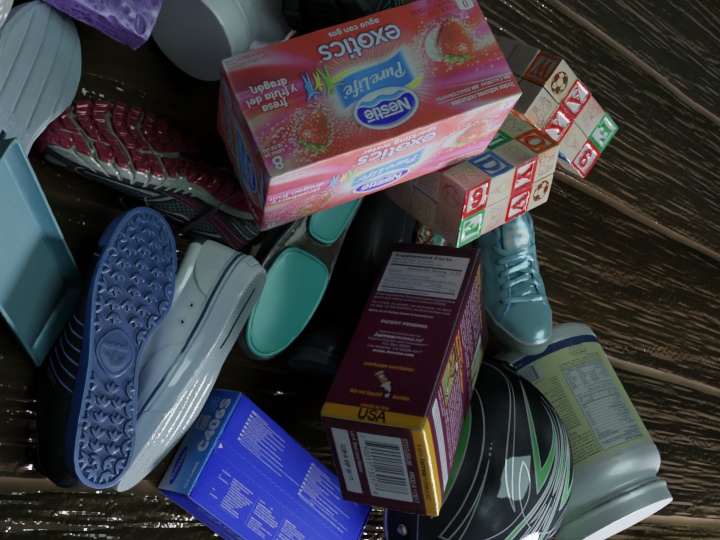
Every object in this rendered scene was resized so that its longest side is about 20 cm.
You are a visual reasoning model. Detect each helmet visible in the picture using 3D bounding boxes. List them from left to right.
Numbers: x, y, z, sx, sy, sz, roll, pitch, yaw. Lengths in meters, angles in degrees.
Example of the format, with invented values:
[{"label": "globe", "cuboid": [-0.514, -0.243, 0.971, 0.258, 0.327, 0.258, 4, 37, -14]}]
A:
[{"label": "helmet", "cuboid": [0.101, 0.189, 0.951, 0.197, 0.191, 0.202, -12, 126, -17]}]

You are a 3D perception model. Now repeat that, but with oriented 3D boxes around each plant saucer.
[{"label": "plant saucer", "cuboid": [-0.219, -0.006, 0.658, 0.201, 0.019, 0.071, 97, 17, -64]}]

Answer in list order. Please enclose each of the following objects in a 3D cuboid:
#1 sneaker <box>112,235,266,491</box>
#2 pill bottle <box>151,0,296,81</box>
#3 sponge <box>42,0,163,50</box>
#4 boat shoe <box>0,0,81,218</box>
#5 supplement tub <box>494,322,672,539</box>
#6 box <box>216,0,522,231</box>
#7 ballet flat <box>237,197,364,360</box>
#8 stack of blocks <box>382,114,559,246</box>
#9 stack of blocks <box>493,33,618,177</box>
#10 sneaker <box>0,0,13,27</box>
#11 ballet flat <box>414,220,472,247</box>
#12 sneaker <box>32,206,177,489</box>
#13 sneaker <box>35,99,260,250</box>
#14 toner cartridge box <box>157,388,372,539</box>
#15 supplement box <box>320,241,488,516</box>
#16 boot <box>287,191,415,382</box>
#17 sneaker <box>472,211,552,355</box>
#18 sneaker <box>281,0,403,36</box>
[{"label": "sneaker", "cuboid": [-0.148, 0.068, 0.784, 0.202, 0.070, 0.073, -59, 167, -6]}, {"label": "pill bottle", "cuboid": [-0.079, -0.244, 0.826, 0.201, 0.111, 0.113, -52, 125, -33]}, {"label": "sponge", "cuboid": [-0.218, -0.245, 0.694, 0.198, 0.030, 0.113, 25, 69, -26]}, {"label": "boat shoe", "cuboid": [-0.245, -0.106, 0.677, 0.072, 0.061, 0.202, 58, 33, -41]}, {"label": "supplement tub", "cuboid": [0.220, 0.173, 1.068, 0.144, 0.145, 0.202, 1, 56, -47]}, {"label": "box", "cuboid": [0.002, -0.117, 0.753, 0.198, 0.103, 0.096, -20, 76, -17]}, {"label": "ballet flat", "cuboid": [-0.052, -0.021, 0.852, 0.073, 0.073, 0.202, 34, 79, -41]}, {"label": "stack of blocks", "cuboid": [0.059, -0.114, 0.898, 0.114, 0.200, 0.059, -27, 140, -32]}, {"label": "stack of blocks", "cuboid": [0.139, -0.174, 0.994, 0.115, 0.200, 0.059, 35, 92, -42]}, {"label": "sneaker", "cuboid": [-0.315, -0.127, 0.618, 0.118, 0.074, 0.201, 36, 82, -2]}, {"label": "ballet flat", "cuboid": [0.077, -0.027, 1.028, 0.075, 0.063, 0.203, 27, 72, -42]}, {"label": "sneaker", "cuboid": [-0.189, 0.053, 0.732, 0.070, 0.077, 0.203, 27, 66, -43]}, {"label": "sneaker", "cuboid": [-0.151, -0.063, 0.779, 0.198, 0.075, 0.081, 20, 33, -34]}, {"label": "toner cartridge box", "cuboid": [-0.075, 0.195, 0.876, 0.200, 0.043, 0.096, 49, 55, -36]}, {"label": "supplement box", "cuboid": [0.044, 0.084, 0.854, 0.201, 0.084, 0.111, -67, 155, -43]}, {"label": "boot", "cuboid": [0.000, 0.000, 0.921, 0.165, 0.065, 0.203, 43, 59, -70]}, {"label": "sneaker", "cuboid": [0.147, -0.016, 1.040, 0.073, 0.082, 0.202, -13, 63, -10]}, {"label": "sneaker", "cuboid": [-0.009, -0.211, 0.803, 0.200, 0.074, 0.081, 31, 68, -76]}]
